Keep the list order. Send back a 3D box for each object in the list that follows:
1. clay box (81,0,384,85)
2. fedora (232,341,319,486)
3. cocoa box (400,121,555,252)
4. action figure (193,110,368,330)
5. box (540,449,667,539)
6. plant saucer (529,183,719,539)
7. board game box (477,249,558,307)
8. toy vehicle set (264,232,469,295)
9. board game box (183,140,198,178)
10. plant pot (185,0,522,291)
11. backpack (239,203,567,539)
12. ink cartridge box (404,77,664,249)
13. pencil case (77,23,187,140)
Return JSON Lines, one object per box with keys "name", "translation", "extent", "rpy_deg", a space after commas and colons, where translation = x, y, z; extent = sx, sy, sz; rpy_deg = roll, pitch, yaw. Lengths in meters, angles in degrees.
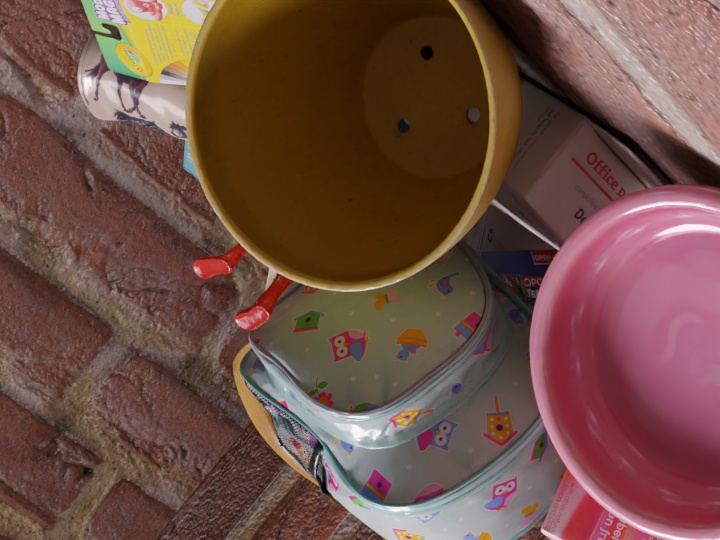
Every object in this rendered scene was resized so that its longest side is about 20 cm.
{"name": "clay box", "translation": [-0.075, -0.163, 1.505], "extent": [0.198, 0.048, 0.115], "rpy_deg": [7, 154, 10]}
{"name": "fedora", "translation": [0.006, 0.088, 1.655], "extent": [0.200, 0.082, 0.201], "rpy_deg": [23, 146, 17]}
{"name": "cocoa box", "translation": [0.062, -0.036, 1.739], "extent": [0.130, 0.134, 0.200], "rpy_deg": [7, 165, 21]}
{"name": "action figure", "translation": [-0.045, -0.045, 1.475], "extent": [0.099, 0.200, 0.065], "rpy_deg": [-15, 118, 50]}
{"name": "box", "translation": [0.201, 0.095, 1.409], "extent": [0.102, 0.201, 0.095], "rpy_deg": [23, 172, 23]}
{"name": "plant saucer", "translation": [0.191, 0.051, 1.311], "extent": [0.200, 0.201, 0.051], "rpy_deg": [39, -152, 25]}
{"name": "board game box", "translation": [0.132, 0.054, 1.684], "extent": [0.200, 0.199, 0.062], "rpy_deg": [-45, 52, 54]}
{"name": "toy vehicle set", "translation": [0.000, 0.000, 1.622], "extent": [0.123, 0.027, 0.200], "rpy_deg": [17, 159, -1]}
{"name": "board game box", "translation": [-0.075, -0.149, 1.696], "extent": [0.047, 0.201, 0.151], "rpy_deg": [-5, -158, -27]}
{"name": "plant pot", "translation": [0.016, -0.097, 1.379], "extent": [0.200, 0.201, 0.142], "rpy_deg": [39, -158, 17]}
{"name": "backpack", "translation": [0.039, 0.072, 1.433], "extent": [0.200, 0.175, 0.154], "rpy_deg": [45, 168, 33]}
{"name": "ink cartridge box", "translation": [0.122, -0.063, 1.507], "extent": [0.117, 0.067, 0.200], "rpy_deg": [42, 178, -39]}
{"name": "pencil case", "translation": [-0.091, -0.112, 1.597], "extent": [0.199, 0.078, 0.090], "rpy_deg": [21, 166, 18]}
